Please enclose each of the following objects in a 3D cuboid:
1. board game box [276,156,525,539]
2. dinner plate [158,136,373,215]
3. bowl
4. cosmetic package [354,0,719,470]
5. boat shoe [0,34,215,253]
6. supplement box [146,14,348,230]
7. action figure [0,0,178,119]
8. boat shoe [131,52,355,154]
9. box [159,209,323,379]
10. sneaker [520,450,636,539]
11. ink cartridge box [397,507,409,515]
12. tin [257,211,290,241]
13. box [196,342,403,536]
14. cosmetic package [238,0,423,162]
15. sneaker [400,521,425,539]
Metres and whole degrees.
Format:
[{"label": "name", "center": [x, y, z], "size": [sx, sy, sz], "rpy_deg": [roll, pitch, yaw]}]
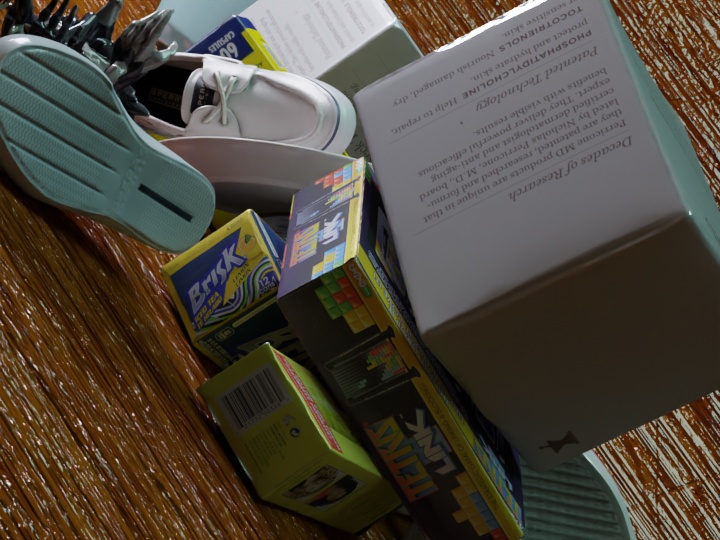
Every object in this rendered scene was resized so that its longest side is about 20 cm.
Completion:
[{"label": "board game box", "center": [0.026, 0.053, 1.305], "size": [0.200, 0.057, 0.165], "rpy_deg": [59, 14, -18]}, {"label": "dinner plate", "center": [-0.054, -0.056, 1.523], "size": [0.200, 0.199, 0.024], "rpy_deg": [38, 60, -73]}, {"label": "bowl", "center": [-0.116, -0.208, 2.039], "size": [0.201, 0.105, 0.201], "rpy_deg": [46, -6, 6]}, {"label": "cosmetic package", "center": [0.120, -0.026, 1.303], "size": [0.167, 0.166, 0.200], "rpy_deg": [49, 20, -48]}, {"label": "boat shoe", "center": [-0.155, -0.065, 1.163], "size": [0.067, 0.074, 0.200], "rpy_deg": [24, -13, 35]}, {"label": "supplement box", "center": [-0.075, -0.082, 1.676], "size": [0.200, 0.109, 0.110], "rpy_deg": [53, 5, -3]}, {"label": "action figure", "center": [-0.169, -0.149, 1.323], "size": [0.119, 0.102, 0.200], "rpy_deg": [43, 6, 5]}, {"label": "boat shoe", "center": [-0.098, -0.117, 1.533], "size": [0.200, 0.072, 0.066], "rpy_deg": [19, 0, 32]}, {"label": "box", "center": [-0.041, 0.045, 1.357], "size": [0.200, 0.070, 0.064], "rpy_deg": [46, 13, -54]}, {"label": "sneaker", "center": [0.131, 0.130, 1.494], "size": [0.201, 0.075, 0.105], "rpy_deg": [61, 14, 0]}, {"label": "ink cartridge box", "center": [0.031, 0.099, 1.589], "size": [0.147, 0.083, 0.200], "rpy_deg": [55, 5, 17]}, {"label": "tin", "center": [0.000, 0.000, 1.477], "size": [0.112, 0.199, 0.042], "rpy_deg": [-63, 160, -64]}, {"label": "box", "center": [-0.027, 0.099, 1.248], "size": [0.075, 0.050, 0.200], "rpy_deg": [58, 6, 20]}, {"label": "cosmetic package", "center": [-0.033, -0.137, 1.905], "size": [0.167, 0.200, 0.166], "rpy_deg": [50, 6, -37]}, {"label": "sneaker", "center": [0.108, 0.236, 1.449], "size": [0.200, 0.074, 0.116], "rpy_deg": [54, 8, 6]}]
